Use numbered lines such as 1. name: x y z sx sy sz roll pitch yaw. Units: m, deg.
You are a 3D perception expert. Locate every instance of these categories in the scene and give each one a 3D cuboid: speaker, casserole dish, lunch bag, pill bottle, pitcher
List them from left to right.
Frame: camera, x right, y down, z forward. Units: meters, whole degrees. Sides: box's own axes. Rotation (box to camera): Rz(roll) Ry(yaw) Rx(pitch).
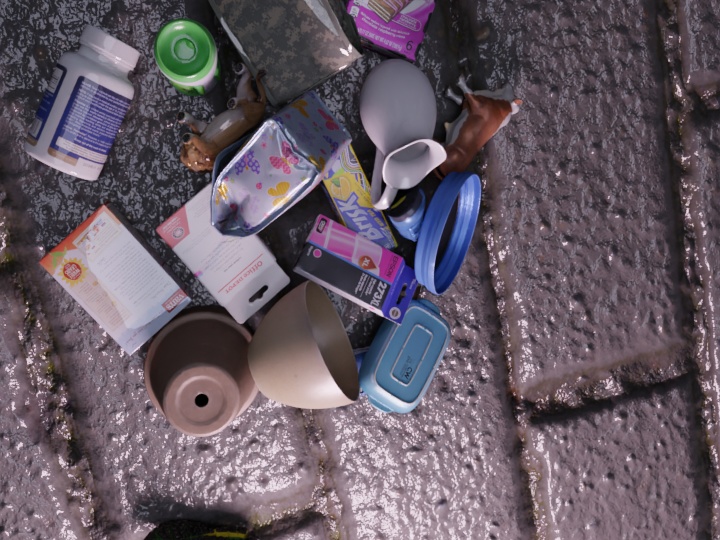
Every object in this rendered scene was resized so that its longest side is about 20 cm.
1. pill bottle: -0.399 -0.245 1.000 0.110 0.111 0.203 25 95 -15
2. speaker: -0.243 -0.298 0.974 0.087 0.200 0.090 -2 99 -10
3. lunch bag: -0.131 -0.149 1.005 0.127 0.170 0.199 45 122 -9
4. lunch bag: -0.103 -0.365 1.016 0.162 0.118 0.202 -24 103 20
5. pitcher: 0.051 -0.213 1.069 0.120 0.203 0.172 12 140 -28
6. casserole dish: 0.078 0.138 1.124 0.120 0.039 0.202 32 76 -10

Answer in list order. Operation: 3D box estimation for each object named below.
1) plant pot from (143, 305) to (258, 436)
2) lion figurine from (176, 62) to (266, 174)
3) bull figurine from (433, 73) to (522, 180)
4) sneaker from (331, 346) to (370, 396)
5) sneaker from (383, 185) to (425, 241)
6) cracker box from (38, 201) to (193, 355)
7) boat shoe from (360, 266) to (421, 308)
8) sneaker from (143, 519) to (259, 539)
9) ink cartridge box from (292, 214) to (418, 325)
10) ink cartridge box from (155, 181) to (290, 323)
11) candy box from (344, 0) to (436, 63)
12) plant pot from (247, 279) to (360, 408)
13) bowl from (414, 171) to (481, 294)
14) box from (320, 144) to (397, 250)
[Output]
1. plant pot: -0.245 0.173 1.077 0.196 0.175 0.204 -2 100 -12
2. lion figurine: -0.198 -0.218 1.025 0.198 0.122 0.073 -29 71 12
3. bull figurine: 0.179 -0.247 1.143 0.121 0.065 0.201 36 90 -11
4. sneaker: 0.026 0.171 1.169 0.198 0.089 0.079 -33 120 -3
5. sneaker: 0.082 -0.085 1.081 0.066 0.200 0.079 -38 98 2
6. cracker box: -0.379 0.013 1.079 0.134 0.058 0.201 -40 104 -1
7. boat shoe: 0.009 0.029 1.155 0.199 0.075 0.076 6 105 -13
8. sneaker: -0.278 0.489 1.178 0.197 0.078 0.087 14 98 -14
9. ink cartridge box: 0.000 0.000 1.086 0.198 0.037 0.096 28 76 -11
10. ink cartridge box: -0.216 -0.028 1.100 0.116 0.067 0.201 -39 104 -2
11. candy box: 0.055 -0.448 1.081 0.134 0.061 0.203 17 96 -13
12. plant pot: -0.100 0.135 1.088 0.133 0.201 0.203 -24 105 11
13. bowl: 0.142 -0.063 1.113 0.039 0.200 0.204 19 97 21
14. box: -0.014 -0.116 1.127 0.069 0.064 0.202 -28 105 -5
